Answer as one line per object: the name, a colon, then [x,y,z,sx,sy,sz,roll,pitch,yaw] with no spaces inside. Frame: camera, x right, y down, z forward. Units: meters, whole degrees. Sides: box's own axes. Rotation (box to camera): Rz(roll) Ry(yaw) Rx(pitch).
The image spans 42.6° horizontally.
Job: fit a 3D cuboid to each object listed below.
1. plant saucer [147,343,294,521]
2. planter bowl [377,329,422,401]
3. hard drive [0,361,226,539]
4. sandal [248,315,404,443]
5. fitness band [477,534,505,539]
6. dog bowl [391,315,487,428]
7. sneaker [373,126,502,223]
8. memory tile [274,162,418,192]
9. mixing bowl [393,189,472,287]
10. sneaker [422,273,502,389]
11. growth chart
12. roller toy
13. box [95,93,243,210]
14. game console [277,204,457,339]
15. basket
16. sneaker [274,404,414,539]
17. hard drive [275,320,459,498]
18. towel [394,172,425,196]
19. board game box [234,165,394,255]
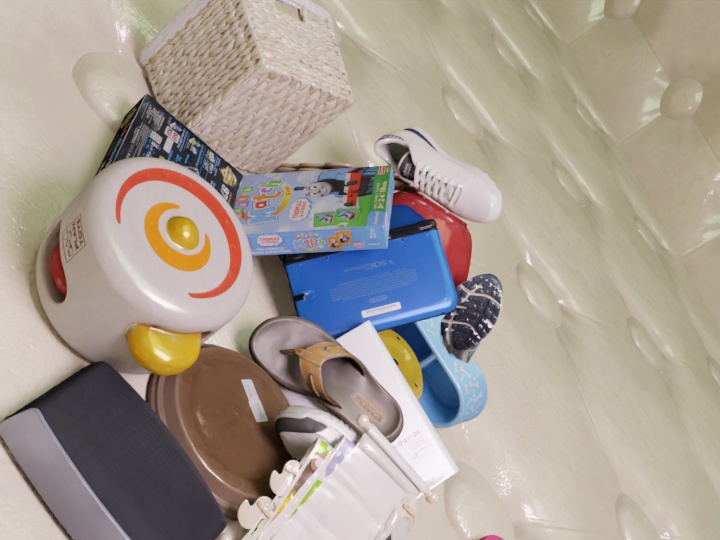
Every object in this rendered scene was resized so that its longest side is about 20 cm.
plant saucer: [-0.130,0.158,0.947,0.200,0.029,0.201,38,31,-28]
planter bowl: [0.018,0.130,1.146,0.200,0.083,0.201,37,33,-29]
hard drive: [-0.204,0.178,0.795,0.201,0.042,0.135,53,28,-2]
sandal: [-0.033,0.119,1.018,0.200,0.055,0.082,41,72,3]
fitness band: [0.194,0.425,1.140,0.143,0.037,0.201,23,40,-44]
dog bowl: [0.087,0.123,1.240,0.049,0.111,0.201,-26,81,-48]
sneaker: [0.106,-0.126,1.280,0.200,0.077,0.080,37,28,22]
memory tile: [-0.015,-0.132,1.333,0.199,0.152,0.017,7,88,-50]
mixing bowl: [0.085,-0.045,1.327,0.199,0.109,0.200,32,4,-2]
sneaker: [0.139,0.078,1.281,0.077,0.201,0.086,30,31,7]
growth chart: [-0.030,0.238,0.904,0.200,0.018,0.145,-40,102,-20]
roller toy: [-0.201,-0.006,0.879,0.183,0.139,0.200,47,37,-10]
box: [-0.221,-0.094,1.066,0.159,0.046,0.201,40,31,-26]
game console: [0.000,0.000,1.171,0.118,0.198,0.172,125,-50,-75]
basket: [-0.141,-0.253,1.204,0.198,0.199,0.162,10,52,-52]
sneaker: [-0.023,0.226,0.945,0.200,0.075,0.088,49,49,-14]
hard drive: [0.006,0.176,1.053,0.131,0.027,0.201,-29,82,-17]
towel: [0.092,-0.083,1.553,0.146,0.030,0.200,46,29,-14]
board game box: [-0.061,-0.075,1.147,0.152,0.198,0.037,-82,165,-55]
